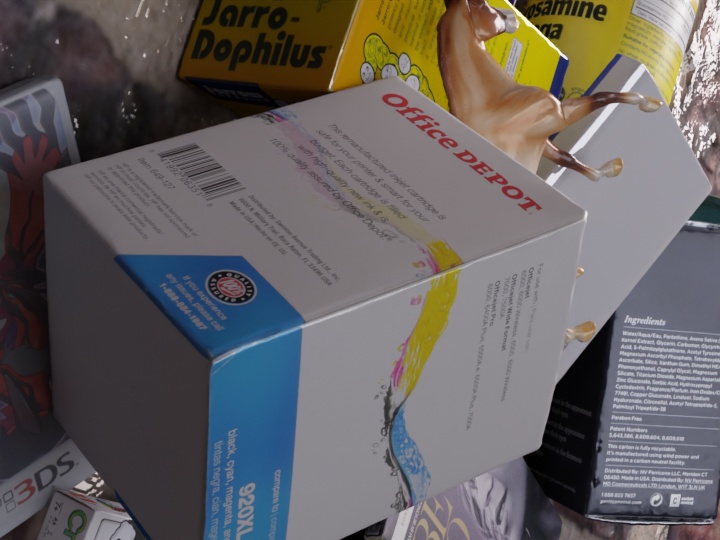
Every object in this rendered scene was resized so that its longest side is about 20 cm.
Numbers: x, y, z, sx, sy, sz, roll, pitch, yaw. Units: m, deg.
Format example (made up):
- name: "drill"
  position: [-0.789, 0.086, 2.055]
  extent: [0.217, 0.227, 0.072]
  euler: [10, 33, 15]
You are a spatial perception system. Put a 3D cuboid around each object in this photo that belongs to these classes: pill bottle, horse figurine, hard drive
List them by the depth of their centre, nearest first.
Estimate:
- name: "horse figurine"
  position: [0.080, -0.037, 0.807]
  extent: [0.132, 0.050, 0.200]
  euler: [14, 97, -28]
- name: "hard drive"
  position: [0.120, -0.011, 0.897]
  extent: [0.200, 0.025, 0.132]
  euler: [-50, 136, -8]
- name: "pill bottle"
  position: [0.163, -0.156, 1.030]
  extent: [0.112, 0.112, 0.200]
  euler: [32, 72, -50]

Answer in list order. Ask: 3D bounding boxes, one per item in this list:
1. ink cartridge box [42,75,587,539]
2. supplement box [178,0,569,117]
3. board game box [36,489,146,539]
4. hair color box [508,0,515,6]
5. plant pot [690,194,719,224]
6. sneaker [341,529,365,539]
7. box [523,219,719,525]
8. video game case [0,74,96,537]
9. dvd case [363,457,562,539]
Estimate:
- name: "ink cartridge box"
  position: [-0.023, 0.023, 0.702]
  extent: [0.200, 0.147, 0.145]
  euler: [-19, 133, -30]
- name: "supplement box"
  position: [0.014, -0.113, 0.851]
  extent: [0.200, 0.109, 0.110]
  euler: [29, 75, -50]
- name: "board game box"
  position: [-0.139, 0.219, 0.774]
  extent: [0.126, 0.035, 0.200]
  euler: [27, 82, -53]
- name: "hair color box"
  position: [0.074, -0.219, 0.861]
  extent: [0.200, 0.065, 0.110]
  euler: [60, 42, -86]
- name: "plant pot"
  position: [0.288, 0.072, 1.193]
  extent: [0.188, 0.200, 0.200]
  euler: [-57, 139, -4]
- name: "sneaker"
  position: [0.037, 0.191, 0.963]
  extent: [0.200, 0.090, 0.070]
  euler: [11, 90, -53]
- name: "box"
  position: [0.175, 0.058, 1.044]
  extent: [0.104, 0.148, 0.200]
  euler: [6, 95, -21]
- name: "video game case"
  position: [-0.186, 0.033, 0.697]
  extent: [0.182, 0.023, 0.200]
  euler: [-34, 123, -43]
- name: "dvd case"
  position: [0.070, 0.156, 0.922]
  extent: [0.200, 0.016, 0.149]
  euler: [57, 39, -36]
